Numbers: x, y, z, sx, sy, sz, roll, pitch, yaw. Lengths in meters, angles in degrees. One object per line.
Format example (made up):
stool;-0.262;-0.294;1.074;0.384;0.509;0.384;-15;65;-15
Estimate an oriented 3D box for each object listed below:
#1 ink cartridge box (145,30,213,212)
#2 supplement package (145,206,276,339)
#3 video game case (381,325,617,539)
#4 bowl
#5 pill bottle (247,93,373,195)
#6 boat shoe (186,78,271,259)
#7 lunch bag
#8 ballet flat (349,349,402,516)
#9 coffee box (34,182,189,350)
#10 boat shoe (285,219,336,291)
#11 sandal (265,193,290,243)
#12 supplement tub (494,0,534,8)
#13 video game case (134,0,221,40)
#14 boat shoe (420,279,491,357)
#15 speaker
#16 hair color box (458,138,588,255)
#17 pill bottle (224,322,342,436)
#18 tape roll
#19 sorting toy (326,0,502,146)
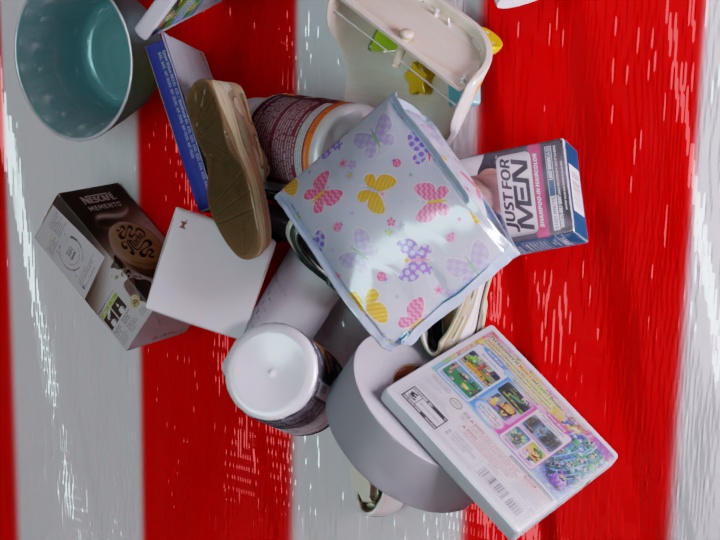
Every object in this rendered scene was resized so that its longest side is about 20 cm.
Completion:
ink cartridge box;-0.189;-0.164;1.737;0.047;0.200;0.200;-18;89;10
supplement package;-0.170;0.001;1.723;0.116;0.200;0.119;19;89;-5
video game case;0.146;0.163;1.574;0.200;0.181;0.024;46;135;18
bowl;-0.318;-0.264;1.861;0.199;0.105;0.203;8;105;35
pill bottle;-0.062;-0.135;1.677;0.199;0.113;0.116;16;110;51
boat shoe;-0.125;-0.111;1.620;0.071;0.064;0.202;-24;77;42
lunch bag;0.042;-0.040;1.501;0.169;0.127;0.201;-41;63;12
ballet flat;0.011;0.189;1.748;0.069;0.069;0.202;-2;99;35
coffee box;-0.297;-0.008;1.897;0.200;0.113;0.080;47;122;17
boat shoe;0.000;0.000;1.645;0.072;0.200;0.068;-47;33;1
sandal;-0.100;-0.065;1.717;0.076;0.200;0.043;30;86;-14
supplement tub;0.152;-0.373;1.475;0.144;0.144;0.202;-24;86;36
video game case;-0.149;-0.350;1.675;0.022;0.182;0.200;45;123;0
boat shoe;0.102;-0.002;1.638;0.074;0.068;0.202;9;105;33
speaker;-0.087;0.057;1.780;0.081;0.081;0.201;43;121;20
hair color box;0.128;-0.064;1.568;0.198;0.060;0.101;-11;76;21
pill bottle;-0.075;0.127;1.690;0.105;0.200;0.108;-2;77;11
tape roll;0.063;0.160;1.620;0.200;0.200;0.066;46;122;18
sorting toy;0.050;-0.196;1.623;0.200;0.106;0.181;41;133;23
